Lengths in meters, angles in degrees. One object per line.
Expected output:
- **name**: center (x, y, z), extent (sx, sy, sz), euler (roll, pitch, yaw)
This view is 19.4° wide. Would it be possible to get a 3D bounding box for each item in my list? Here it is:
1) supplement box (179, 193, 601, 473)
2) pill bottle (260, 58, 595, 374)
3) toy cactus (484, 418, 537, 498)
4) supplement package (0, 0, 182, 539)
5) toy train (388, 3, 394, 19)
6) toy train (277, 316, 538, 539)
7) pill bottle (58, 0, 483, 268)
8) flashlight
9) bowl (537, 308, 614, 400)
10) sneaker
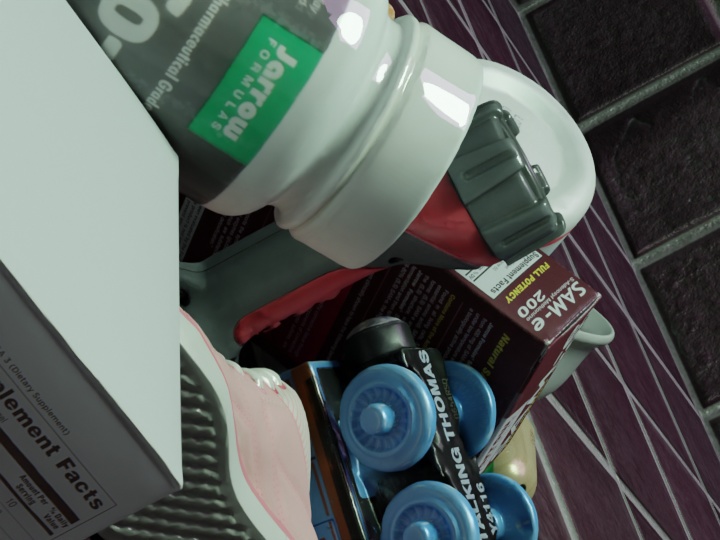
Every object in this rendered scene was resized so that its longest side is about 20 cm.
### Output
- **supplement box**: center (0.000, 0.000, 0.987), extent (0.200, 0.109, 0.061), euler (38, 39, 12)
- **pill bottle**: center (0.026, -0.008, 1.083), extent (0.109, 0.200, 0.109), euler (18, 47, -21)
- **toy cactus**: center (0.079, 0.137, 1.199), extent (0.200, 0.102, 0.165), euler (57, 28, -24)
- **supplement package**: center (-0.139, -0.020, 0.637), extent (0.156, 0.111, 0.200), euler (55, 14, -28)
- **toy train**: center (0.011, -0.104, 1.179), extent (0.200, 0.056, 0.150), euler (-3, 95, -77)
- **toy train**: center (0.015, 0.124, 0.919), extent (0.087, 0.114, 0.200), euler (2, 67, -60)
- **pill bottle**: center (-0.061, -0.091, 0.779), extent (0.200, 0.113, 0.113), euler (31, 21, -14)
- **flashlight**: center (-0.014, 0.001, 0.905), extent (0.068, 0.200, 0.068), euler (63, 11, 10)
- **bowl**: center (0.046, 0.029, 1.284), extent (0.201, 0.090, 0.201), euler (27, 9, -5)
- **sneaker**: center (-0.072, 0.058, 0.830), extent (0.105, 0.075, 0.200), euler (-95, 162, -53)
